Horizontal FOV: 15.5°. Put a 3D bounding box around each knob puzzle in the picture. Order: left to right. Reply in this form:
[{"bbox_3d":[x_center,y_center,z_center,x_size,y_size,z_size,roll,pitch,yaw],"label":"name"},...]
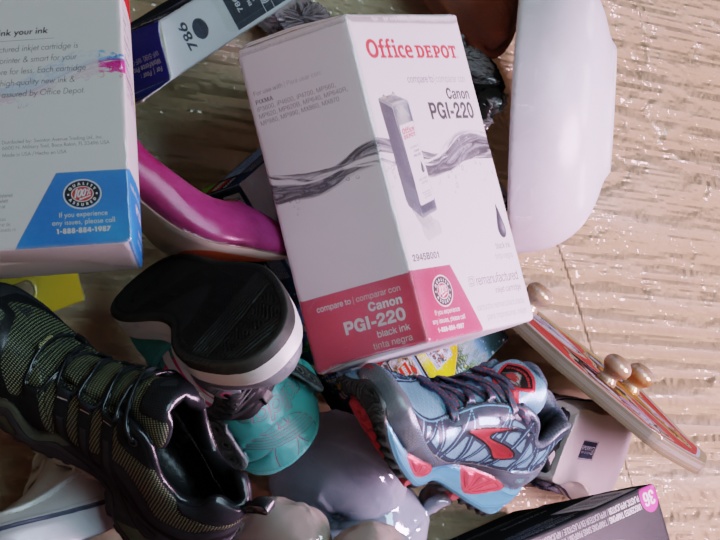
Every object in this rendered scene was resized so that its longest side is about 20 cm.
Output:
[{"bbox_3d":[0.165,0.067,1.762,0.220,0.220,0.030,36,97,-32],"label":"knob puzzle"}]

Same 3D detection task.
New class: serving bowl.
[{"bbox_3d":[0.138,-0.110,1.791,0.200,0.066,0.200,2,90,-84],"label":"serving bowl"}]

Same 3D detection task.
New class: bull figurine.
[{"bbox_3d":[0.051,-0.241,1.825,0.200,0.065,0.121,58,39,-22],"label":"bull figurine"}]

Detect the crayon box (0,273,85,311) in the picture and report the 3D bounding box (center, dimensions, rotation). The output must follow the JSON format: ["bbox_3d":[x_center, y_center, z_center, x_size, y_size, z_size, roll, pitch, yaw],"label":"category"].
[{"bbox_3d":[-0.243,-0.056,1.488,0.127,0.051,0.200,-20,91,-46],"label":"crayon box"}]

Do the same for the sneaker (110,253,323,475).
[{"bbox_3d":[-0.062,0.063,1.490,0.084,0.200,0.121,-42,112,-12],"label":"sneaker"}]

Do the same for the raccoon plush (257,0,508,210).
[{"bbox_3d":[0.014,-0.100,1.759,0.200,0.134,0.097,38,51,15],"label":"raccoon plush"}]

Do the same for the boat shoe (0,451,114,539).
[{"bbox_3d":[-0.156,0.117,1.509,0.200,0.072,0.066,-21,88,-47],"label":"boat shoe"}]

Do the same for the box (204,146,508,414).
[{"bbox_3d":[0.000,0.000,1.665,0.137,0.038,0.200,-44,109,-43],"label":"box"}]

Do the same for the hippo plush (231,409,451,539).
[{"bbox_3d":[0.006,0.172,1.574,0.200,0.159,0.161,61,38,-29],"label":"hippo plush"}]

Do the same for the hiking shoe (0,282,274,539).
[{"bbox_3d":[-0.131,0.070,1.440,0.200,0.101,0.076,45,43,-7],"label":"hiking shoe"}]

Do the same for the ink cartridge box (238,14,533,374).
[{"bbox_3d":[0.017,-0.050,1.591,0.146,0.085,0.200,-9,82,-60],"label":"ink cartridge box"}]

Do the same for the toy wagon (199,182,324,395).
[{"bbox_3d":[-0.027,0.011,1.690,0.200,0.040,0.155,-13,88,-46],"label":"toy wagon"}]

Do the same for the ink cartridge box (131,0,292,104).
[{"bbox_3d":[-0.109,-0.145,1.614,0.200,0.099,0.039,-41,106,-45],"label":"ink cartridge box"}]

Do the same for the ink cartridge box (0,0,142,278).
[{"bbox_3d":[-0.181,-0.100,1.437,0.116,0.067,0.200,-4,76,1],"label":"ink cartridge box"}]

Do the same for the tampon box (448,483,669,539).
[{"bbox_3d":[0.129,0.259,1.706,0.150,0.126,0.200,-18,91,-46],"label":"tampon box"}]

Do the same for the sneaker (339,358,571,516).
[{"bbox_3d":[0.061,0.078,1.579,0.079,0.096,0.200,57,14,26],"label":"sneaker"}]

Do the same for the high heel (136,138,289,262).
[{"bbox_3d":[-0.113,-0.063,1.532,0.200,0.067,0.096,15,77,-39],"label":"high heel"}]

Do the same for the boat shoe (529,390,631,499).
[{"bbox_3d":[0.119,0.107,1.784,0.075,0.093,0.200,-67,159,-5],"label":"boat shoe"}]
